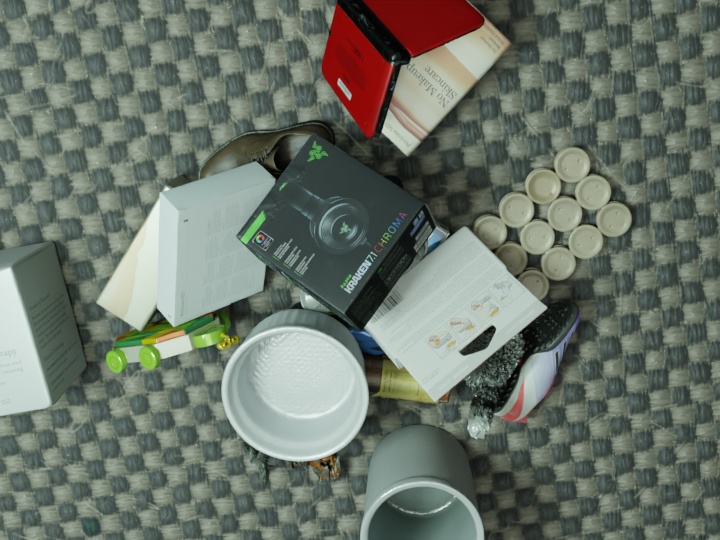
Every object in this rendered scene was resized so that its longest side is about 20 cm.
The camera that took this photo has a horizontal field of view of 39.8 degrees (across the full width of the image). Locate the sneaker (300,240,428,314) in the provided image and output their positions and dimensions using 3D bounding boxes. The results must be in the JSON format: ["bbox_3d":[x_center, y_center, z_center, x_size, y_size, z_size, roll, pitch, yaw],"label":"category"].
[{"bbox_3d":[0.000,0.000,1.366,0.199,0.082,0.075,-32,103,12],"label":"sneaker"}]

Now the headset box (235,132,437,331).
[{"bbox_3d":[-0.035,-0.054,1.280,0.199,0.093,0.175,35,84,22],"label":"headset box"}]

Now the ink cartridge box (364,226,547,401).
[{"bbox_3d":[0.123,0.062,1.347,0.200,0.045,0.176,-38,61,-8],"label":"ink cartridge box"}]

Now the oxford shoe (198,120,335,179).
[{"bbox_3d":[-0.135,-0.155,1.364,0.199,0.084,0.073,-20,105,9],"label":"oxford shoe"}]

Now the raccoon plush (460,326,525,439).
[{"bbox_3d":[0.148,0.115,1.385,0.133,0.201,0.097,30,131,-7],"label":"raccoon plush"}]

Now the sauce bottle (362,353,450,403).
[{"bbox_3d":[0.034,0.153,1.454,0.198,0.066,0.067,7,106,3],"label":"sauce bottle"}]

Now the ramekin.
[{"bbox_3d":[-0.085,0.151,1.370,0.199,0.098,0.202,1,110,3],"label":"ramekin"}]

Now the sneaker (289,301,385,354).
[{"bbox_3d":[-0.007,0.090,1.437,0.198,0.066,0.079,5,129,8],"label":"sneaker"}]

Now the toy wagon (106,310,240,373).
[{"bbox_3d":[-0.249,0.092,1.373,0.199,0.155,0.040,-9,102,37],"label":"toy wagon"}]

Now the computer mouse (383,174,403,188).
[{"bbox_3d":[0.019,-0.041,1.324,0.058,0.034,0.202,2,67,20],"label":"computer mouse"}]

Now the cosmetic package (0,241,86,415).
[{"bbox_3d":[-0.510,0.084,1.401,0.166,0.166,0.202,-11,104,5],"label":"cosmetic package"}]

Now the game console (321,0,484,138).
[{"bbox_3d":[0.047,-0.284,1.276,0.118,0.200,0.173,0,125,-25],"label":"game console"}]

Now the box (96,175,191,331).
[{"bbox_3d":[-0.280,-0.026,1.400,0.077,0.095,0.201,32,103,-6],"label":"box"}]

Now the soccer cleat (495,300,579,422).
[{"bbox_3d":[0.262,0.133,1.446,0.073,0.068,0.201,27,102,-30],"label":"soccer cleat"}]

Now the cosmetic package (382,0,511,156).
[{"bbox_3d":[0.094,-0.263,1.323,0.103,0.087,0.200,40,103,-10],"label":"cosmetic package"}]

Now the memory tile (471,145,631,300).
[{"bbox_3d":[0.269,-0.065,1.408,0.200,0.017,0.153,-39,100,12],"label":"memory tile"}]

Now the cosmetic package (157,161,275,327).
[{"bbox_3d":[-0.196,-0.034,1.336,0.052,0.150,0.201,40,137,30],"label":"cosmetic package"}]

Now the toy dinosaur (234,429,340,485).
[{"bbox_3d":[-0.109,0.238,1.483,0.135,0.102,0.201,-32,84,-5],"label":"toy dinosaur"}]

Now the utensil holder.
[{"bbox_3d":[0.086,0.333,1.430,0.168,0.200,0.171,0,106,1],"label":"utensil holder"}]

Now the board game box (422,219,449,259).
[{"bbox_3d":[0.010,-0.058,1.410,0.199,0.035,0.127,32,105,-7],"label":"board game box"}]
